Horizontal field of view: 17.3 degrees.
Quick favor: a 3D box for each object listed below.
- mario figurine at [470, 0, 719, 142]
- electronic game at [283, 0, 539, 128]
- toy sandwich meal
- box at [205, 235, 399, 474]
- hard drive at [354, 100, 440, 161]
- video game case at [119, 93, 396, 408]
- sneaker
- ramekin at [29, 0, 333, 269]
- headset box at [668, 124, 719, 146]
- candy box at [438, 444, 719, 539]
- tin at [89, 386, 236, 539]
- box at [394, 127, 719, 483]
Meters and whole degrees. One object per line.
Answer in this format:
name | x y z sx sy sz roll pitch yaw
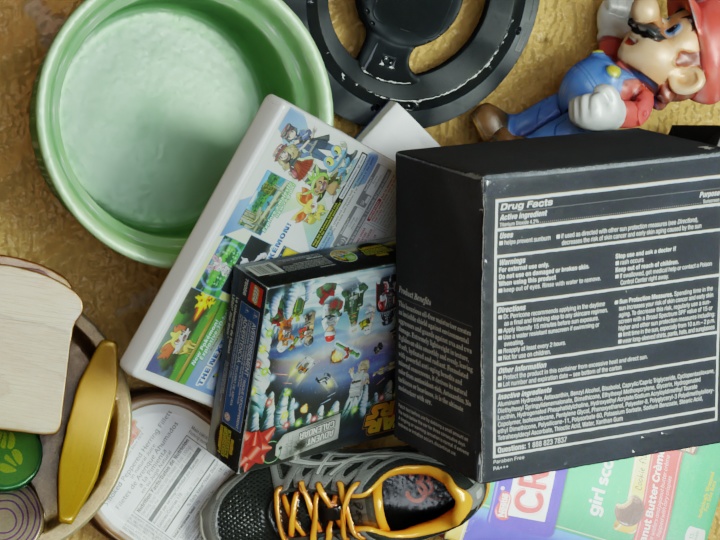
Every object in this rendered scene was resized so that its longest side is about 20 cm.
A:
mario figurine | 0.172 -0.145 1.670 0.200 0.106 0.124 -30 63 -3
electronic game | 0.033 -0.195 1.652 0.199 0.042 0.201 -6 109 -18
toy sandwich meal | -0.239 0.089 1.553 0.204 0.070 0.206 1 83 -7
box | -0.006 0.050 1.589 0.199 0.040 0.137 -12 122 -39
hard drive | 0.000 0.000 1.653 0.132 0.025 0.200 44 85 -20
video game case | -0.048 0.003 1.567 0.182 0.022 0.200 26 95 -49
sneaker | -0.011 0.155 1.594 0.199 0.077 0.079 -12 97 1
ramekin | -0.127 -0.102 1.586 0.199 0.098 0.201 -1 93 -18
headset box | 0.292 0.003 1.729 0.200 0.077 0.149 28 82 -23
candy box | 0.159 0.131 1.699 0.199 0.077 0.170 17 88 -16
tin | -0.107 0.162 1.635 0.200 0.042 0.112 37 77 -16
box | 0.133 0.016 1.556 0.199 0.123 0.199 -6 105 -28
